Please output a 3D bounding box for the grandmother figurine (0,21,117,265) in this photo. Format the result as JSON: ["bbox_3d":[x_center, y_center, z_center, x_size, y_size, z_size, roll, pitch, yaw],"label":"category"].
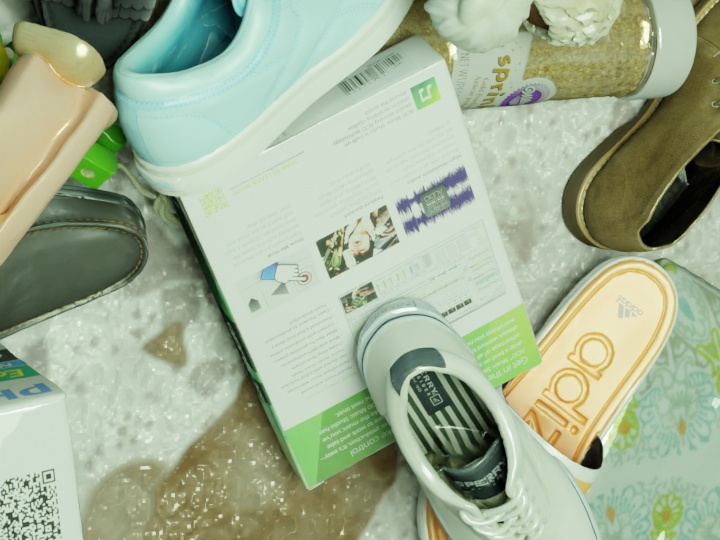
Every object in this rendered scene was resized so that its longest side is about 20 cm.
[{"bbox_3d":[-0.165,-0.005,0.805,0.122,0.060,0.201,70,41,-60],"label":"grandmother figurine"}]

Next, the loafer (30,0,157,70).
[{"bbox_3d":[-0.112,-0.165,0.848,0.071,0.063,0.201,7,129,-10],"label":"loafer"}]

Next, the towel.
[{"bbox_3d":[0.189,0.118,1.134,0.171,0.048,0.201,30,86,-30],"label":"towel"}]

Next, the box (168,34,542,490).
[{"bbox_3d":[0.000,0.000,0.979,0.144,0.036,0.201,-27,126,-9],"label":"box"}]

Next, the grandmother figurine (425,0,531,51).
[{"bbox_3d":[0.013,-0.185,0.868,0.121,0.061,0.201,-29,106,23],"label":"grandmother figurine"}]

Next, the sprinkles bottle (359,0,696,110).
[{"bbox_3d":[0.074,-0.117,1.014,0.199,0.068,0.069,-6,104,-25],"label":"sprinkles bottle"}]

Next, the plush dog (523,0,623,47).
[{"bbox_3d":[0.122,-0.233,0.961,0.159,0.172,0.201,-20,110,11],"label":"plush dog"}]

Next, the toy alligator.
[{"bbox_3d":[-0.151,-0.076,0.919,0.199,0.059,0.055,24,46,-35],"label":"toy alligator"}]

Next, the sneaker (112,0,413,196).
[{"bbox_3d":[-0.037,-0.126,0.904,0.200,0.074,0.082,-52,147,-24],"label":"sneaker"}]

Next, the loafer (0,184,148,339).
[{"bbox_3d":[-0.185,0.015,0.896,0.199,0.072,0.073,-16,130,-20],"label":"loafer"}]

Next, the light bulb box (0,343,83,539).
[{"bbox_3d":[-0.228,0.153,0.882,0.197,0.125,0.202,-10,104,-24],"label":"light bulb box"}]

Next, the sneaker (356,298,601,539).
[{"bbox_3d":[0.061,0.107,0.981,0.073,0.071,0.200,-34,115,9],"label":"sneaker"}]

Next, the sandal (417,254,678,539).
[{"bbox_3d":[0.099,0.079,1.053,0.079,0.059,0.208,32,89,1],"label":"sandal"}]

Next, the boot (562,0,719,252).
[{"bbox_3d":[0.198,-0.088,1.080,0.074,0.075,0.200,42,79,-26],"label":"boot"}]
